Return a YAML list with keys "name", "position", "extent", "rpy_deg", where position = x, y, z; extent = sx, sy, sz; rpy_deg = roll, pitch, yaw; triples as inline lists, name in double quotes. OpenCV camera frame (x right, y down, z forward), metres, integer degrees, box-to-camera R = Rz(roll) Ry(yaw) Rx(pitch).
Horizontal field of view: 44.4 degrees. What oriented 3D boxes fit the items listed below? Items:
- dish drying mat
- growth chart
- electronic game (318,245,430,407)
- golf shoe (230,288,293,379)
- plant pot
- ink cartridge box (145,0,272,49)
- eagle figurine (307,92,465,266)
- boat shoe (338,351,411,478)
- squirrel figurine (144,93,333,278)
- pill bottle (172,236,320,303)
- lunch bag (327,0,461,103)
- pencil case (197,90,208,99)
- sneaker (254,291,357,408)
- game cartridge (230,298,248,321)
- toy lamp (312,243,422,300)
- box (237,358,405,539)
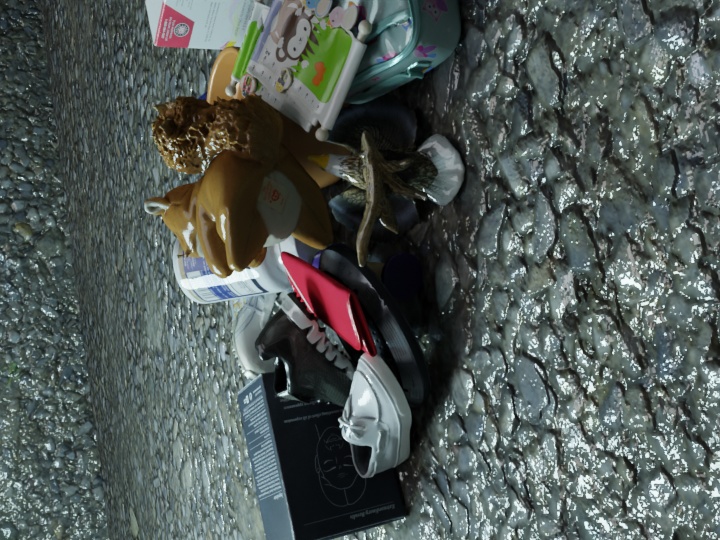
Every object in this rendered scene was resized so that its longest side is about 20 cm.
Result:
- name: "dish drying mat"
  position: [-0.039, 0.032, 0.964]
  extent: [0.200, 0.018, 0.078]
  rpy_deg: [32, 145, 62]
- name: "growth chart"
  position: [-0.068, -0.226, 0.926]
  extent: [0.199, 0.018, 0.147]
  rpy_deg: [34, 114, 40]
- name: "electronic game"
  position: [0.013, 0.063, 0.978]
  extent: [0.201, 0.041, 0.201]
  rpy_deg: [51, 161, 25]
- name: "golf shoe"
  position: [-0.124, 0.052, 1.225]
  extent: [0.097, 0.077, 0.204]
  rpy_deg: [-31, 47, 47]
- name: "plant pot"
  position: [-0.099, -0.173, 1.103]
  extent: [0.199, 0.138, 0.205]
  rpy_deg: [18, 111, 61]
- name: "ink cartridge box"
  position: [-0.165, -0.363, 1.129]
  extent: [0.148, 0.196, 0.087]
  rpy_deg: [-57, 46, 50]
- name: "eagle figurine"
  position: [0.014, -0.107, 0.947]
  extent: [0.152, 0.151, 0.200]
  rpy_deg: [-46, 6, 7]
- name: "boat shoe"
  position: [0.009, 0.164, 0.968]
  extent: [0.072, 0.068, 0.202]
  rpy_deg: [49, 159, 29]
- name: "squirrel figurine"
  position: [-0.154, -0.095, 0.966]
  extent: [0.185, 0.140, 0.204]
  rpy_deg: [2, 111, 46]
- name: "pill bottle"
  position: [-0.144, -0.022, 1.177]
  extent: [0.197, 0.110, 0.114]
  rpy_deg: [-9, 87, 30]
- name: "lunch bag"
  position: [0.014, -0.263, 0.906]
  extent: [0.199, 0.076, 0.164]
  rpy_deg: [-17, 76, 53]
- name: "pencil case"
  position: [-0.173, -0.160, 1.244]
  extent: [0.086, 0.078, 0.202]
  rpy_deg: [-33, 87, 17]
- name: "sneaker"
  position: [-0.053, 0.120, 1.004]
  extent: [0.201, 0.090, 0.066]
  rpy_deg: [53, 172, -32]
- name: "game cartridge"
  position: [-0.169, 0.061, 1.402]
  extent: [0.133, 0.041, 0.204]
  rpy_deg: [143, 117, -64]
- name: "toy lamp"
  position: [0.000, 0.000, 1.037]
  extent: [0.199, 0.057, 0.060]
  rpy_deg: [13, 107, 61]
- name: "box"
  position: [-0.051, 0.224, 1.080]
  extent: [0.107, 0.146, 0.204]
  rpy_deg: [-41, 59, 58]
